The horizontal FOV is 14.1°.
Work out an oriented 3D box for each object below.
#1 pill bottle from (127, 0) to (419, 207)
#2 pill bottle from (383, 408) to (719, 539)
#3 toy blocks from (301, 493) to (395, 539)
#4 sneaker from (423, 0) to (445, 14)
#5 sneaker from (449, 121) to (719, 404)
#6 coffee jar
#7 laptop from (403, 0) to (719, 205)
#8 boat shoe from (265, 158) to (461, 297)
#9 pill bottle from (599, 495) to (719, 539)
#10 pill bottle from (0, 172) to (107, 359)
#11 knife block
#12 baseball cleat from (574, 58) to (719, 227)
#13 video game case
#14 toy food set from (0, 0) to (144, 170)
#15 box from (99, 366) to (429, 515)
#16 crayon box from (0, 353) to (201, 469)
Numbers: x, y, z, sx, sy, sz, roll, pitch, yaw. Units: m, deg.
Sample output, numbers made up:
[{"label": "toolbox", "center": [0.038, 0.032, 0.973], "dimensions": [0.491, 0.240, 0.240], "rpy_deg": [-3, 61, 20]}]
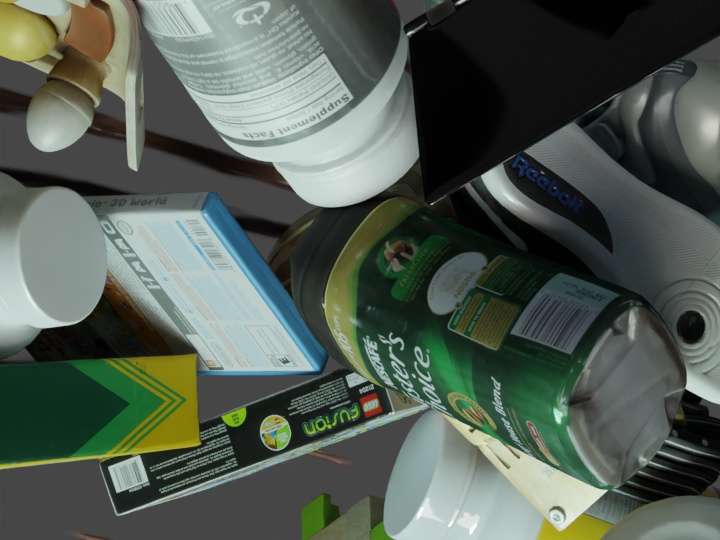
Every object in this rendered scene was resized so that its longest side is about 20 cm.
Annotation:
[{"label": "pill bottle", "center": [-0.044, -0.125, 1.430], "dimensions": [0.110, 0.111, 0.200], "rpy_deg": [-14, 135, 23]}, {"label": "pill bottle", "center": [0.119, 0.153, 1.720], "dimensions": [0.199, 0.112, 0.112], "rpy_deg": [21, 137, -15]}, {"label": "toy blocks", "center": [0.019, 0.211, 1.828], "dimensions": [0.136, 0.100, 0.200], "rpy_deg": [20, 141, -29]}, {"label": "sneaker", "center": [0.058, -0.174, 1.397], "dimensions": [0.066, 0.091, 0.200], "rpy_deg": [-23, 161, -15]}, {"label": "sneaker", "center": [0.125, -0.010, 1.499], "dimensions": [0.200, 0.073, 0.112], "rpy_deg": [44, 166, -13]}, {"label": "coffee jar", "center": [0.059, 0.030, 1.454], "dimensions": [0.199, 0.085, 0.104], "rpy_deg": [24, 160, 39]}, {"label": "laptop", "center": [0.127, -0.105, 1.336], "dimensions": [0.187, 0.116, 0.200], "rpy_deg": [-29, 159, 19]}, {"label": "boat shoe", "center": [0.000, 0.000, 1.600], "dimensions": [0.071, 0.065, 0.200], "rpy_deg": [26, 135, -20]}, {"label": "pill bottle", "center": [0.197, 0.224, 1.623], "dimensions": [0.112, 0.113, 0.200], "rpy_deg": [-6, 140, 15]}, {"label": "pill bottle", "center": [-0.235, 0.001, 1.572], "dimensions": [0.199, 0.105, 0.104], "rpy_deg": [-5, 139, 35]}, {"label": "knife block", "center": [0.126, 0.056, 1.620], "dimensions": [0.200, 0.176, 0.064], "rpy_deg": [44, 125, 0]}, {"label": "baseball cleat", "center": [0.160, -0.041, 1.542], "dimensions": [0.106, 0.070, 0.201], "rpy_deg": [12, 136, 16]}, {"label": "video game case", "center": [-0.131, 0.010, 1.628], "dimensions": [0.199, 0.018, 0.143], "rpy_deg": [-1, 141, 33]}, {"label": "toy food set", "center": [-0.195, -0.119, 1.430], "dimensions": [0.199, 0.061, 0.144], "rpy_deg": [24, 164, 4]}, {"label": "box", "center": [-0.041, 0.089, 1.682], "dimensions": [0.199, 0.035, 0.110], "rpy_deg": [-22, 174, 30]}, {"label": "crayon box", "center": [-0.219, 0.083, 1.633], "dimensions": [0.199, 0.059, 0.172], "rpy_deg": [-7, 177, 39]}]
